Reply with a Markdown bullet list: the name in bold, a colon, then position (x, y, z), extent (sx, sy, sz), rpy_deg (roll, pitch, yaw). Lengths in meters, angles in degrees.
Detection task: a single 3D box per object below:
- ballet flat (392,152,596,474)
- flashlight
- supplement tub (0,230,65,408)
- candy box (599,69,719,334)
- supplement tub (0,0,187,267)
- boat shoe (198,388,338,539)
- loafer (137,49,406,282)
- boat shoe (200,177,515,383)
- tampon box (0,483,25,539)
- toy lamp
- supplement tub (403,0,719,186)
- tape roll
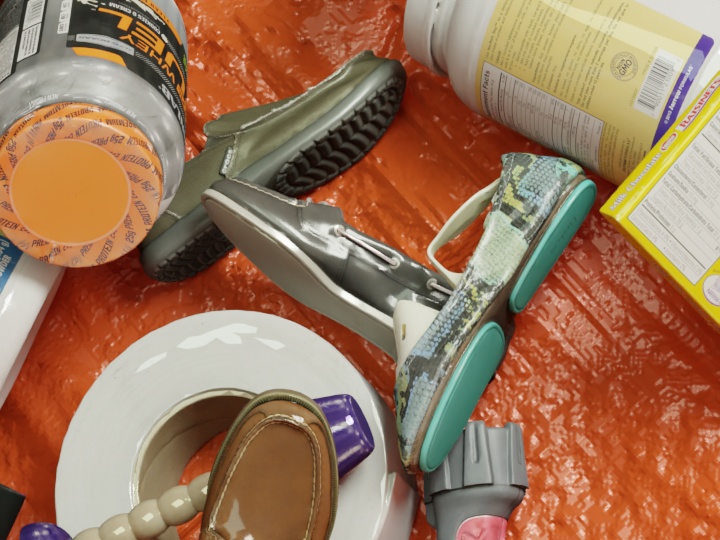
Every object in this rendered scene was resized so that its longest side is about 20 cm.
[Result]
- **ballet flat**: position (0.058, 0.019, 1.218), extent (0.074, 0.074, 0.200), rpy_deg (26, 72, 21)
- **flashlight**: position (0.074, 0.185, 1.207), extent (0.067, 0.068, 0.201), rpy_deg (3, 70, -12)
- **supplement tub**: position (-0.289, 0.006, 1.284), extent (0.200, 0.145, 0.145), rpy_deg (26, 80, -5)
- **candy box**: position (0.225, -0.006, 1.174), extent (0.102, 0.200, 0.026), rpy_deg (-50, 26, -6)
- **supplement tub**: position (-0.162, -0.094, 1.280), extent (0.122, 0.123, 0.200), rpy_deg (-19, 32, 8)
- **boat shoe**: position (-0.057, 0.164, 1.146), extent (0.072, 0.068, 0.201), rpy_deg (13, 106, -1)
- **loafer**: position (-0.062, -0.075, 1.320), extent (0.200, 0.075, 0.070), rpy_deg (-36, 72, 2)
- **boat shoe**: position (0.000, 0.000, 1.271), extent (0.200, 0.067, 0.057), rpy_deg (36, 70, 2)
- **tampon box**: position (-0.314, 0.141, 1.249), extent (0.149, 0.200, 0.127), rpy_deg (20, 78, 19)
- **toy lamp**: position (-0.088, 0.123, 1.199), extent (0.199, 0.058, 0.058), rpy_deg (-23, 68, 8)
- **supplement tub**: position (0.140, -0.133, 1.247), extent (0.200, 0.145, 0.146), rpy_deg (30, 82, 21)
- **tape roll**: position (-0.071, 0.128, 1.259), extent (0.202, 0.071, 0.203), rpy_deg (-5, 71, 13)
